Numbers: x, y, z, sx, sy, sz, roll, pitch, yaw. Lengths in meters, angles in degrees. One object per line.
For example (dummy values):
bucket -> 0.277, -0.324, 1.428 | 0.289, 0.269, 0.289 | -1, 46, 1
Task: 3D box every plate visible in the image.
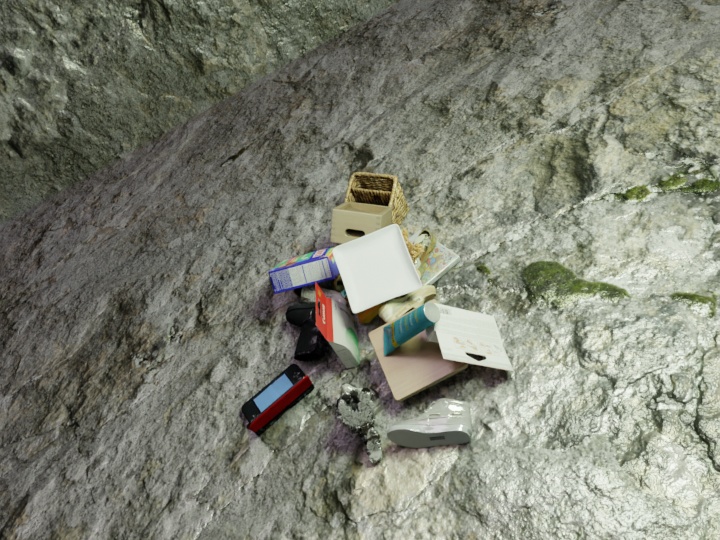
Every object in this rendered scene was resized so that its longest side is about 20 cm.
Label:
plate -> 0.043, -0.003, 1.644 | 0.196, 0.032, 0.203 | -21, 68, 2

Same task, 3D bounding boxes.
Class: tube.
tube -> 0.114, 0.138, 1.484 | 0.200, 0.050, 0.079 | -39, 37, 46

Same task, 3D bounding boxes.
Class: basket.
basket -> 0.037, -0.219, 2.006 | 0.198, 0.150, 0.143 | 14, 56, 37

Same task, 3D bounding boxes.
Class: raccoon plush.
raccoon plush -> -0.006, 0.374, 1.508 | 0.095, 0.134, 0.204 | -10, 74, -2

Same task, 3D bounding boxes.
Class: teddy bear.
teddy bear -> 0.125, -0.028, 1.724 | 0.146, 0.066, 0.201 | -55, 37, 15

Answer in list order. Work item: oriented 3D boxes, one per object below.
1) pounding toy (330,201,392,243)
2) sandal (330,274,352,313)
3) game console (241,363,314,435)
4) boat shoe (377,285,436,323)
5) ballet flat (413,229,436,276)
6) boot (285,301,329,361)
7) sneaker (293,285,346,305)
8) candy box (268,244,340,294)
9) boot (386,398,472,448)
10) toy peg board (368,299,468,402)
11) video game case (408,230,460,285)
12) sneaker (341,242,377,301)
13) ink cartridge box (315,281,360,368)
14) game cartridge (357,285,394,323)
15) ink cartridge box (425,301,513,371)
pounding toy -> -0.014, -0.128, 1.897 | 0.196, 0.145, 0.184 | 8, 16, 14
sandal -> -0.050, 0.049, 1.855 | 0.079, 0.054, 0.201 | -25, 41, 4
game console -> -0.233, 0.328, 1.628 | 0.199, 0.120, 0.172 | -38, 42, -12
boat shoe -> 0.138, 0.099, 1.664 | 0.198, 0.073, 0.065 | -20, 60, -35
ballet flat -> 0.165, -0.040, 1.781 | 0.070, 0.071, 0.202 | 6, 52, 33
boot -> -0.160, 0.182, 1.771 | 0.196, 0.073, 0.165 | -14, 55, 40
sneaker -> -0.129, 0.085, 1.829 | 0.198, 0.084, 0.074 | 13, 88, 45
candy box -> -0.158, -0.005, 1.853 | 0.196, 0.078, 0.169 | -14, 11, 13
boot -> 0.162, 0.352, 1.426 | 0.196, 0.074, 0.096 | -4, 39, 14
toy peg board -> 0.152, 0.216, 1.561 | 0.198, 0.098, 0.201 | -27, 56, 4
video game case -> 0.171, -0.024, 1.828 | 0.181, 0.023, 0.200 | -39, 42, -11
sneaker -> 0.000, 0.000, 1.699 | 0.077, 0.090, 0.204 | 7, 85, 58
ink cartridge box -> -0.061, 0.143, 1.654 | 0.049, 0.201, 0.163 | -18, 42, 11
game cartridge -> 0.032, 0.028, 1.750 | 0.177, 0.032, 0.202 | -50, 38, 38
ink cartridge box -> 0.254, 0.170, 1.473 | 0.197, 0.045, 0.178 | 13, 41, -21
